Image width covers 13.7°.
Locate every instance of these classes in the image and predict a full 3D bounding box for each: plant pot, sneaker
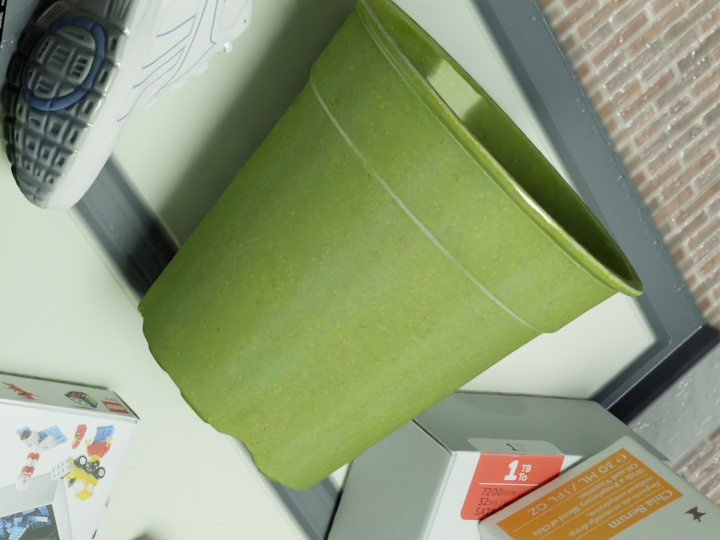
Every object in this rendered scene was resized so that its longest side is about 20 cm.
[{"bbox_3d":[0.000,0.000,1.427,0.190,0.200,0.200,-43,132,8],"label":"plant pot"},{"bbox_3d":[-0.092,-0.112,1.364,0.087,0.074,0.201,23,101,-45],"label":"sneaker"}]

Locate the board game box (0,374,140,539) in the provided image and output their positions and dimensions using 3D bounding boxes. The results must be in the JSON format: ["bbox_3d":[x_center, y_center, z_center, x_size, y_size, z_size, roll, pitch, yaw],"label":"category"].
[{"bbox_3d":[-0.213,0.108,1.423,0.199,0.035,0.127,11,109,-38],"label":"board game box"}]

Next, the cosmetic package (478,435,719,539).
[{"bbox_3d":[0.157,0.175,1.502,0.101,0.200,0.072,-29,128,-19],"label":"cosmetic package"}]

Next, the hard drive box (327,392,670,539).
[{"bbox_3d":[0.058,0.171,1.616,0.155,0.077,0.201,4,112,-36],"label":"hard drive box"}]

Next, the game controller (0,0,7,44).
[{"bbox_3d":[-0.209,-0.071,1.325,0.104,0.042,0.201,-4,117,-33],"label":"game controller"}]
